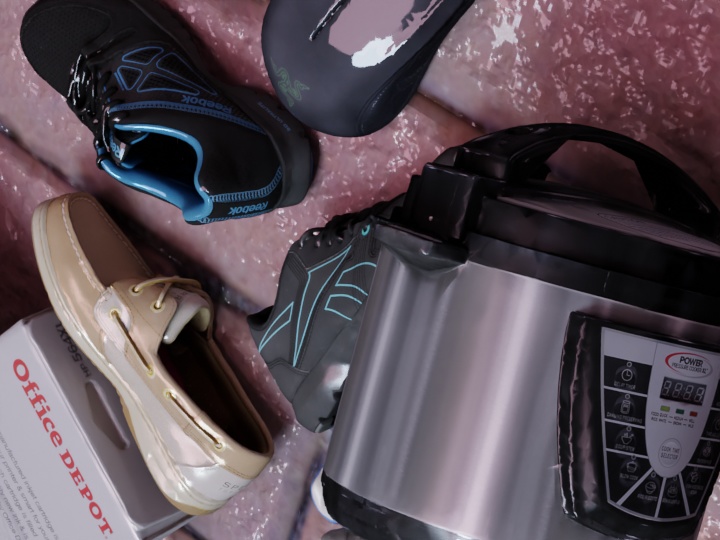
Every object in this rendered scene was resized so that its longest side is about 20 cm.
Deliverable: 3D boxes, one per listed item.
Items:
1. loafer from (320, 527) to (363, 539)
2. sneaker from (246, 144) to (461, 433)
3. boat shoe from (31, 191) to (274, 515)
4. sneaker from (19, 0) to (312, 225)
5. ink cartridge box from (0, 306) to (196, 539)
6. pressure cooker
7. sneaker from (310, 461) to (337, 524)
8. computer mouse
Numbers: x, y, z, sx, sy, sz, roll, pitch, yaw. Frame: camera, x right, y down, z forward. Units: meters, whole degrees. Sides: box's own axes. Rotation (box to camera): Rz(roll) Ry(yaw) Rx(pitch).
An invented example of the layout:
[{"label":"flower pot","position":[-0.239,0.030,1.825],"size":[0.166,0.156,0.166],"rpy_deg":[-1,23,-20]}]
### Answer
[{"label":"loafer","position":[-0.004,0.206,1.260],"size":[0.070,0.070,0.200],"rpy_deg":[7,129,-5]},{"label":"sneaker","position":[0.000,0.000,1.195],"size":[0.079,0.075,0.200],"rpy_deg":[49,130,17]},{"label":"boat shoe","position":[-0.110,0.035,1.309],"size":[0.069,0.074,0.200],"rpy_deg":[-33,85,30]},{"label":"sneaker","position":[-0.119,-0.092,1.253],"size":[0.200,0.082,0.073],"rpy_deg":[33,126,27]},{"label":"ink cartridge box","position":[-0.190,0.119,1.389],"size":[0.200,0.084,0.146],"rpy_deg":[-34,83,41]},{"label":"pressure cooker","position":[0.082,0.034,1.040],"size":[0.179,0.176,0.200],"rpy_deg":[16,93,7]},{"label":"sneaker","position":[0.044,0.064,1.182],"size":[0.076,0.077,0.200],"rpy_deg":[46,127,19]},{"label":"computer mouse","position":[0.001,-0.144,1.153],"size":[0.138,0.053,0.200],"rpy_deg":[44,129,17]}]
